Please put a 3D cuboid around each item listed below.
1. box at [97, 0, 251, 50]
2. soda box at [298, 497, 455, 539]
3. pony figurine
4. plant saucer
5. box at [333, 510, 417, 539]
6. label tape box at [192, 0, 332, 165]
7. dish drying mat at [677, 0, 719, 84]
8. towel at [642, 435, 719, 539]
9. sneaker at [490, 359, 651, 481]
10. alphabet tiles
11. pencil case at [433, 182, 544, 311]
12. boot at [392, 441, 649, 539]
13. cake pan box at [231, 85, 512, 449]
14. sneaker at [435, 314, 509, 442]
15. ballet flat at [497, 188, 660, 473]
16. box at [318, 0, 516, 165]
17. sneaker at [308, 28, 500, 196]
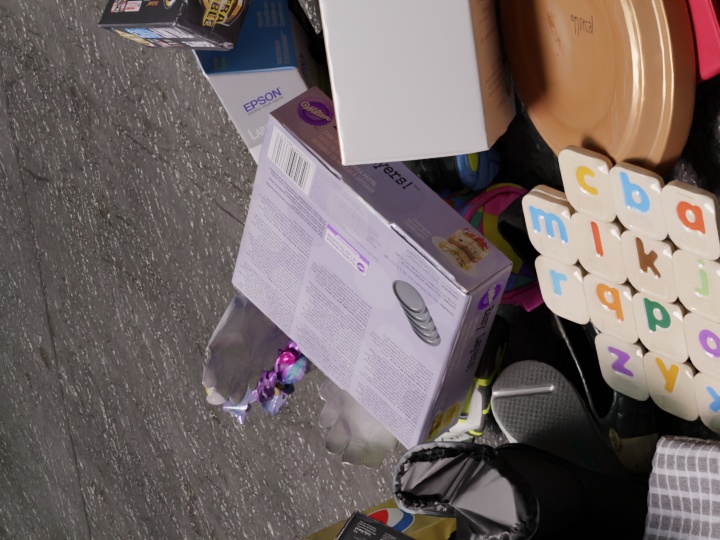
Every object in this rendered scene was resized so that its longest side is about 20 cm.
[{"bbox_3d":[-0.094,-0.242,1.676,0.200,0.049,0.200,-70,19,-3],"label":"box"},{"bbox_3d":[0.047,0.200,1.856,0.064,0.199,0.068,24,130,57],"label":"soda box"},{"bbox_3d":[-0.045,0.052,1.972,0.166,0.194,0.200,29,154,-19],"label":"pony figurine"},{"bbox_3d":[0.135,-0.144,1.561,0.200,0.032,0.202,45,144,48],"label":"plant saucer"},{"bbox_3d":[0.086,0.236,1.598,0.199,0.049,0.160,20,161,50],"label":"box"},{"bbox_3d":[-0.058,-0.136,1.831,0.144,0.066,0.201,-98,-17,-58],"label":"label tape box"},{"bbox_3d":[0.170,-0.138,1.550,0.200,0.018,0.077,-25,83,67],"label":"dish drying mat"},{"bbox_3d":[0.235,0.182,1.515,0.200,0.085,0.167,-2,80,65],"label":"towel"},{"bbox_3d":[0.163,0.150,1.755,0.201,0.070,0.080,55,175,20],"label":"sneaker"},{"bbox_3d":[0.184,0.014,1.580,0.199,0.015,0.197,23,141,40],"label":"alphabet tiles"},{"bbox_3d":[0.060,-0.014,1.802,0.200,0.088,0.089,3,112,65],"label":"pencil case"},{"bbox_3d":[0.133,0.161,1.625,0.199,0.168,0.077,21,96,24],"label":"boot"},{"bbox_3d":[0.000,0.000,1.728,0.200,0.052,0.185,41,143,22],"label":"cake pan box"},{"bbox_3d":[0.057,0.080,1.829,0.076,0.076,0.200,19,156,1],"label":"sneaker"},{"bbox_3d":[0.144,0.043,1.699,0.201,0.057,0.066,67,155,0],"label":"ballet flat"},{"bbox_3d":[0.032,-0.179,1.614,0.124,0.097,0.202,-50,-47,-72],"label":"box"},{"bbox_3d":[0.029,-0.112,1.763,0.200,0.083,0.071,53,-174,38],"label":"sneaker"}]
